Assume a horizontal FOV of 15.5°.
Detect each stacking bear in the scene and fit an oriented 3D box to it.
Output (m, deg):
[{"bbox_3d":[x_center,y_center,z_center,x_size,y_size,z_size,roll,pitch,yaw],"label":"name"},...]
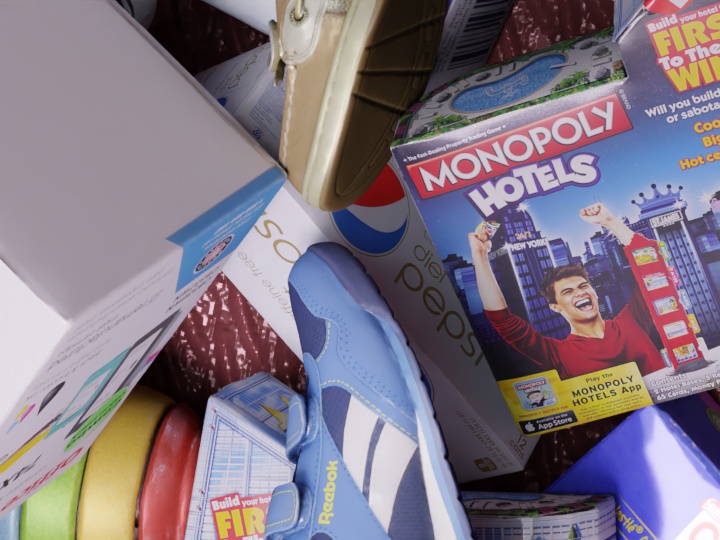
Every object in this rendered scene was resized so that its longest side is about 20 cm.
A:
[{"bbox_3d":[-0.110,0.094,1.186,0.200,0.121,0.114,8,90,10],"label":"stacking bear"}]

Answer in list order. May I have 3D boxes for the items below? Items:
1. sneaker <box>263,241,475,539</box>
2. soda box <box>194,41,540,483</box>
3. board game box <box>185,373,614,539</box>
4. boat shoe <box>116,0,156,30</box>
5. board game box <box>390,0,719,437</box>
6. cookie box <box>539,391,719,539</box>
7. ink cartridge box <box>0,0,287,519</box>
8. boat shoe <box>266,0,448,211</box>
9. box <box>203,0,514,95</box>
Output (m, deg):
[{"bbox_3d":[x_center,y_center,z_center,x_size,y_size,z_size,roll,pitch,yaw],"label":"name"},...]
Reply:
[{"bbox_3d":[-0.004,0.085,1.006,0.082,0.074,0.200,-16,72,0],"label":"sneaker"},{"bbox_3d":[0.000,0.000,1.102,0.068,0.064,0.200,-18,120,45],"label":"soda box"},{"bbox_3d":[0.002,0.145,1.084,0.200,0.062,0.200,-1,98,19],"label":"board game box"},{"bbox_3d":[-0.146,-0.071,1.146,0.071,0.064,0.200,37,145,6],"label":"boat shoe"},{"bbox_3d":[0.123,-0.050,1.032,0.200,0.062,0.200,-16,120,16],"label":"board game box"},{"bbox_3d":[0.118,0.173,1.129,0.200,0.075,0.171,-43,83,21],"label":"cookie box"},{"bbox_3d":[-0.160,0.001,1.031,0.146,0.147,0.200,44,131,7],"label":"ink cartridge box"},{"bbox_3d":[-0.004,-0.124,1.020,0.063,0.073,0.201,16,102,22],"label":"boat shoe"},{"bbox_3d":[-0.015,-0.195,1.105,0.200,0.105,0.184,28,106,14],"label":"box"}]
